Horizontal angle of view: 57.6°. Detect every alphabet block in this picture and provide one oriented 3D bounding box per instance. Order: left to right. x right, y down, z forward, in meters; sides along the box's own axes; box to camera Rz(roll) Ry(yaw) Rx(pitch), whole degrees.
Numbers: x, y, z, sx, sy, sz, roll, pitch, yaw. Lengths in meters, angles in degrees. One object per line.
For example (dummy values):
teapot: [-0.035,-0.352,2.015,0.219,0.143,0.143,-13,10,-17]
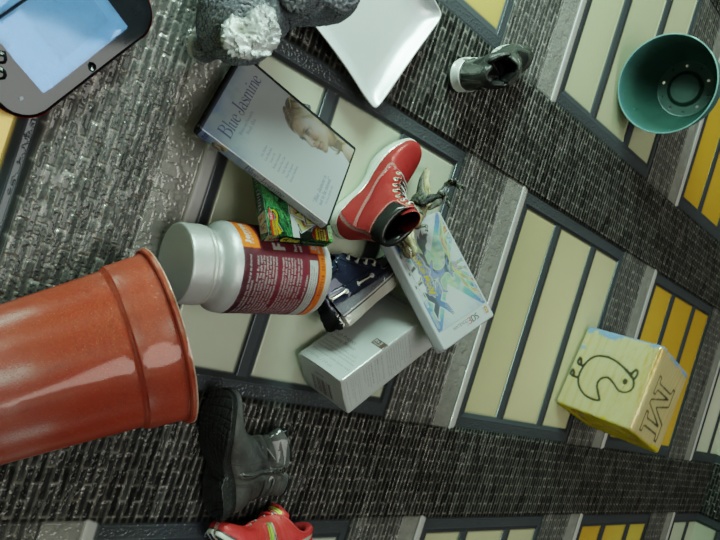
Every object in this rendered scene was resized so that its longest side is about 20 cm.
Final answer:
alphabet block: [0.609,0.275,1.523,0.196,0.195,0.201,35,76,-39]

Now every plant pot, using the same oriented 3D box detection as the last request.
plant pot: [-0.297,0.095,0.683,0.194,0.200,0.203,-16,111,-29]
plant pot: [0.684,-0.398,1.421,0.160,0.199,0.202,-12,109,-50]

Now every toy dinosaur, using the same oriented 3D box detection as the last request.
toy dinosaur: [0.107,-0.109,0.997,0.048,0.088,0.201,48,45,-30]

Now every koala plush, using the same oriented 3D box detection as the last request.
koala plush: [-0.109,-0.311,0.743,0.201,0.177,0.184,-54,129,-14]

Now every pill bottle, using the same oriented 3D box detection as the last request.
pill bottle: [-0.145,-0.003,0.832,0.199,0.114,0.115,5,98,-43]

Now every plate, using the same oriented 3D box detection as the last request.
plate: [0.013,-0.373,0.933,0.200,0.032,0.201,46,71,-38]

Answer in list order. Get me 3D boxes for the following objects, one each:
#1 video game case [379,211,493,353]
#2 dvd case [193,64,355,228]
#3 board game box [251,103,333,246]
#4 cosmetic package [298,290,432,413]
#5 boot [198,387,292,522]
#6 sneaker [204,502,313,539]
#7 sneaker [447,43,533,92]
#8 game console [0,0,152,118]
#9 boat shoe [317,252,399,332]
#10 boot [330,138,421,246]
video game case: [0.123,0.011,1.039,0.182,0.022,0.201,-22,83,-53]
dvd case: [-0.099,-0.164,0.825,0.199,0.017,0.143,36,52,-25]
board game box: [-0.095,-0.131,0.844,0.104,0.023,0.202,2,71,-40]
cosmetic package: [0.015,0.119,1.009,0.200,0.101,0.075,-35,133,-31]
boot: [-0.157,0.243,0.929,0.131,0.070,0.202,-12,116,-46]
sneaker: [-0.147,0.388,0.974,0.200,0.077,0.086,36,57,-42]
sneaker: [0.244,-0.341,1.106,0.199,0.090,0.067,-25,118,-35]
game console: [-0.327,-0.274,0.658,0.200,0.031,0.177,-49,128,-22]
boat shoe: [0.000,0.000,0.994,0.200,0.074,0.093,-43,110,-38]
boot: [0.061,-0.116,0.966,0.200,0.144,0.073,-52,127,-20]
